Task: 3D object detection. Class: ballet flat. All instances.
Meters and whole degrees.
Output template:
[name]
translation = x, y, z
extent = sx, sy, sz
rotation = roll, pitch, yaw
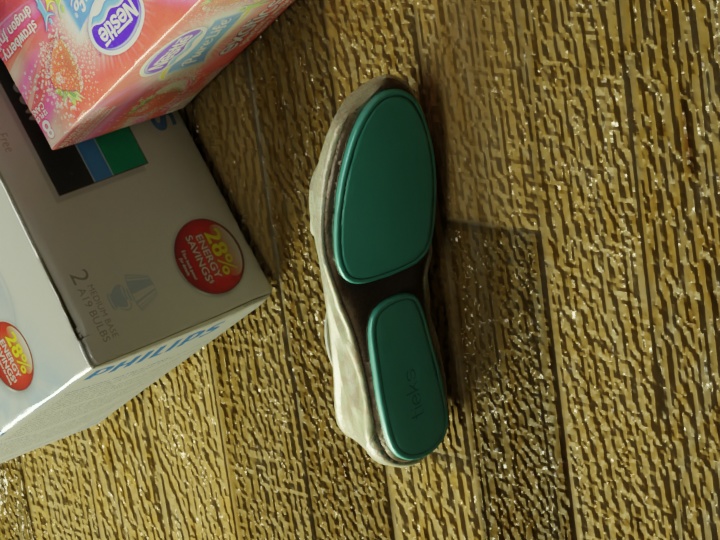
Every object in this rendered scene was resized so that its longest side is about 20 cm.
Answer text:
[ballet flat]
translation = 0.000, 0.000, 1.397
extent = 0.062, 0.067, 0.200
rotation = 24, 124, 51

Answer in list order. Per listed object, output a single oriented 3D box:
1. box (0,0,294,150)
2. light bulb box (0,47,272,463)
[box]
translation = -0.093, -0.152, 1.404
extent = 0.200, 0.095, 0.103
rotation = -37, 80, 49
[light bulb box]
translation = -0.182, -0.018, 1.539
extent = 0.200, 0.125, 0.198
rotation = -36, 80, 50
